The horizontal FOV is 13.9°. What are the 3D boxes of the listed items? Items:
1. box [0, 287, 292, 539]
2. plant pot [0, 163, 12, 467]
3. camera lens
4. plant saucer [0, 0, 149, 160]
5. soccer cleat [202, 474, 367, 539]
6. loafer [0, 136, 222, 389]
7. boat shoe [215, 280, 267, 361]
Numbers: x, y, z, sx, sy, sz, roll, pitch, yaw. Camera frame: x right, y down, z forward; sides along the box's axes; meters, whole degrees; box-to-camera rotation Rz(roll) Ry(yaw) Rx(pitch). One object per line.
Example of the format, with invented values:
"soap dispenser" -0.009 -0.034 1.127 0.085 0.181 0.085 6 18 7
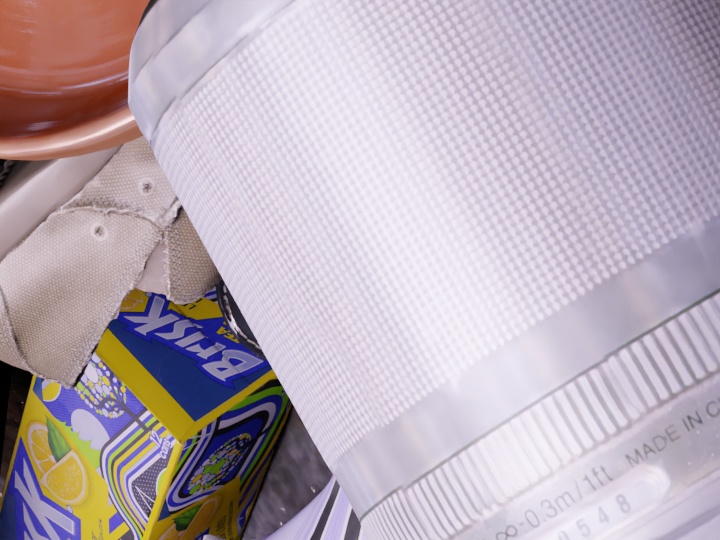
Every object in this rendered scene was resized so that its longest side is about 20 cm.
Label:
"box" -0.082 0.077 1.049 0.070 0.064 0.200 45 145 17
"plant pot" -0.218 0.036 1.032 0.198 0.177 0.201 16 117 14
"camera lens" 0.050 -0.012 0.704 0.201 0.159 0.160 61 147 7
"plant saucer" -0.087 -0.130 0.823 0.199 0.032 0.202 -3 84 26
"soccer cleat" -0.006 0.100 0.916 0.067 0.077 0.200 34 132 -30
"loafer" -0.051 -0.036 0.876 0.067 0.076 0.200 44 122 -14
"boat shoe" 0.001 0.002 0.878 0.199 0.066 0.075 -9 111 54
